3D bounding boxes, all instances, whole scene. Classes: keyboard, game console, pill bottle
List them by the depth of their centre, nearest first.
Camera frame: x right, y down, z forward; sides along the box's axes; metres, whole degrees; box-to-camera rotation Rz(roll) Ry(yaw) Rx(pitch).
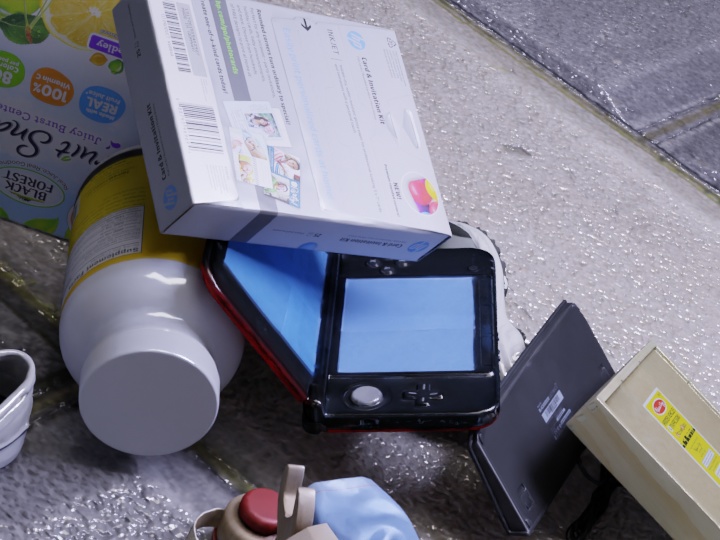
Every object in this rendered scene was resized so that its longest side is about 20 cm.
[{"bbox_3d":[-0.126,0.018,1.167,0.112,0.112,0.200,14,34,-14],"label":"pill bottle"},{"bbox_3d":[0.000,0.000,1.188,0.172,0.119,0.200,-1,31,4],"label":"game console"},{"bbox_3d":[0.129,0.111,1.227,0.127,0.021,0.200,60,34,-10],"label":"keyboard"}]

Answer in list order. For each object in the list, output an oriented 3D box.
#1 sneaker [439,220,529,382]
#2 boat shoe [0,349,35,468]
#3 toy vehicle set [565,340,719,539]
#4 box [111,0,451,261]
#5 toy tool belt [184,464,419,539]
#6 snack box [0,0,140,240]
[{"bbox_3d":[0.059,0.031,1.301,0.079,0.074,0.200,6,37,-17],"label":"sneaker"},{"bbox_3d":[-0.256,0.092,1.026,0.074,0.065,0.200,35,35,17],"label":"boat shoe"},{"bbox_3d":[0.205,0.115,1.228,0.124,0.027,0.200,47,19,7],"label":"toy vehicle set"},{"bbox_3d":[-0.046,-0.090,1.167,0.200,0.041,0.156,4,61,-39],"label":"box"},{"bbox_3d":[-0.004,0.164,1.024,0.125,0.123,0.200,-6,43,-37],"label":"toy tool belt"},{"bbox_3d":[-0.195,-0.121,1.241,0.142,0.200,0.053,20,33,-6],"label":"snack box"}]
